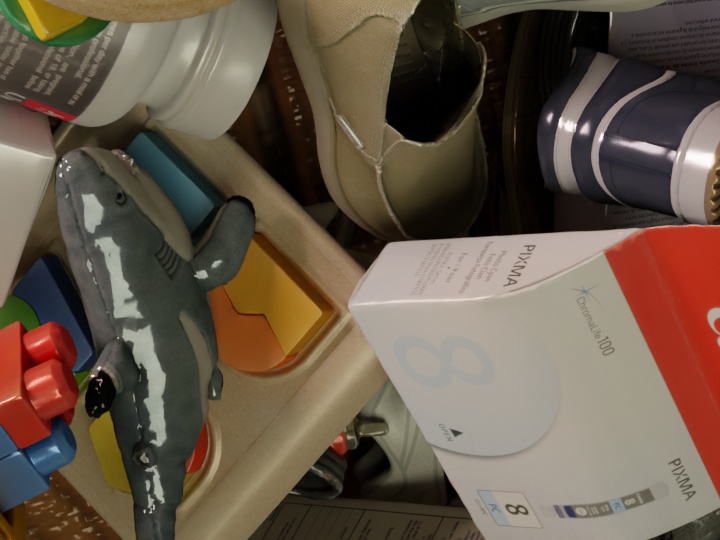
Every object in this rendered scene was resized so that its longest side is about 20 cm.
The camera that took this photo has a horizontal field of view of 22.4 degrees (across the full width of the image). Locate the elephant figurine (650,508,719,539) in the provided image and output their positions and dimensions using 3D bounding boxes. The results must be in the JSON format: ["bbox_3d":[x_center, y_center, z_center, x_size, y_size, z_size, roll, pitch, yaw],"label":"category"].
[{"bbox_3d":[0.160,0.086,0.978,0.141,0.156,0.200,-14,133,25],"label":"elephant figurine"}]

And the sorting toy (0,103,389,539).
[{"bbox_3d":[-0.099,0.027,0.877,0.200,0.036,0.185,43,106,8],"label":"sorting toy"}]

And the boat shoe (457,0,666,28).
[{"bbox_3d":[0.050,-0.149,0.795,0.071,0.200,0.070,37,62,-46],"label":"boat shoe"}]

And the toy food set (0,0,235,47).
[{"bbox_3d":[-0.101,-0.195,0.724,0.197,0.049,0.201,-31,100,-26],"label":"toy food set"}]

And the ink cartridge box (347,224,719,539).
[{"bbox_3d":[0.113,0.056,0.789,0.199,0.047,0.160,-1,131,38],"label":"ink cartridge box"}]

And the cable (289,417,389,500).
[{"bbox_3d":[-0.082,0.077,0.955,0.199,0.050,0.097,-1,135,14],"label":"cable"}]

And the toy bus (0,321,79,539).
[{"bbox_3d":[-0.212,0.073,0.830,0.191,0.200,0.136,-29,125,5],"label":"toy bus"}]

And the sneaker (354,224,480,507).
[{"bbox_3d":[0.031,0.049,0.967,0.081,0.075,0.201,-2,119,-1],"label":"sneaker"}]

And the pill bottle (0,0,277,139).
[{"bbox_3d":[-0.140,-0.128,0.787,0.199,0.111,0.111,20,113,-24],"label":"pill bottle"}]

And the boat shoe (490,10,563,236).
[{"bbox_3d":[0.091,-0.047,0.922,0.072,0.072,0.201,-13,110,-24],"label":"boat shoe"}]

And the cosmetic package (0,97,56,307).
[{"bbox_3d":[-0.243,-0.062,0.801,0.199,0.108,0.085,12,115,-23],"label":"cosmetic package"}]

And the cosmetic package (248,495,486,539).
[{"bbox_3d":[0.012,0.185,0.960,0.199,0.104,0.087,2,134,33],"label":"cosmetic package"}]

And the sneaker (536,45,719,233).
[{"bbox_3d":[0.154,-0.058,0.822,0.200,0.108,0.071,-4,108,-56],"label":"sneaker"}]

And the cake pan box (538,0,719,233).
[{"bbox_3d":[0.182,-0.105,0.880,0.199,0.052,0.185,-11,108,-24],"label":"cake pan box"}]

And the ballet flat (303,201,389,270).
[{"bbox_3d":[0.000,0.000,0.904,0.199,0.067,0.063,19,78,15],"label":"ballet flat"}]

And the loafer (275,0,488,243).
[{"bbox_3d":[0.021,-0.070,0.796,0.076,0.068,0.200,-51,145,-17],"label":"loafer"}]

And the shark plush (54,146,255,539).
[{"bbox_3d":[-0.110,0.046,0.822,0.090,0.083,0.201,8,96,19],"label":"shark plush"}]
